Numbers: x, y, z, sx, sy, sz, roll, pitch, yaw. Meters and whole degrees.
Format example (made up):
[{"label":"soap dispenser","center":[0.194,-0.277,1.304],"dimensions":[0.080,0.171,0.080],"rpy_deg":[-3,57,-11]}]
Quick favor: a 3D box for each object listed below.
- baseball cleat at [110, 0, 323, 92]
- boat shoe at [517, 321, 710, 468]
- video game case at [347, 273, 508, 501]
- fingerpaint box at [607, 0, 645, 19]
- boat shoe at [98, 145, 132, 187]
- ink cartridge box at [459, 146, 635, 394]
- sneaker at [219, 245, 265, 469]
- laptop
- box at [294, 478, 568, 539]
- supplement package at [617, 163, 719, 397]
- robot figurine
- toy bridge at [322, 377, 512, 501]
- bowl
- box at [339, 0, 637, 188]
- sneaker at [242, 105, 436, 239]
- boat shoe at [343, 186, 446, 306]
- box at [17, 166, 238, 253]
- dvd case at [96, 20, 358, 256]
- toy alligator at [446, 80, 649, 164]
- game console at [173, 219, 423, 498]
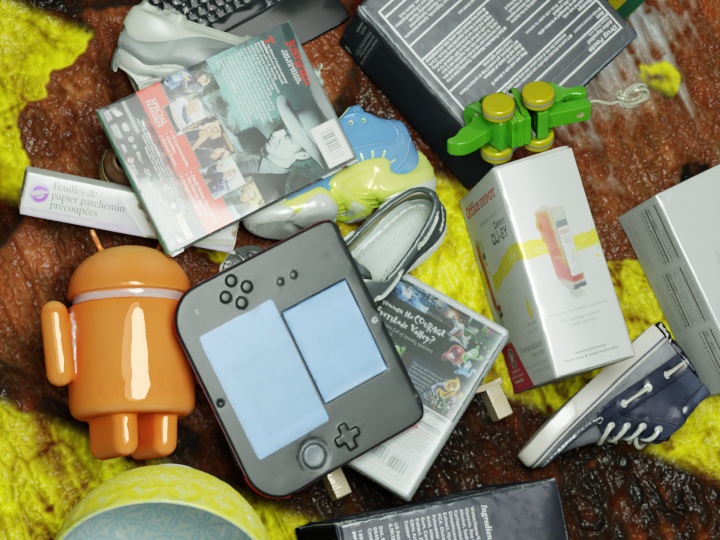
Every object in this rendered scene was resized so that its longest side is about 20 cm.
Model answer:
[{"label":"baseball cleat","center":[-0.137,-0.180,1.490],"dimensions":[0.198,0.070,0.108],"rpy_deg":[19,101,-17]},{"label":"boat shoe","center":[0.247,0.143,1.514],"dimensions":[0.199,0.075,0.093],"rpy_deg":[-40,83,-16]},{"label":"video game case","center":[0.009,0.086,1.469],"dimensions":[0.199,0.023,0.183],"rpy_deg":[29,75,17]},{"label":"fingerpaint box","center":[0.220,-0.322,1.527],"dimensions":[0.073,0.200,0.167],"rpy_deg":[-42,91,-14]},{"label":"boat shoe","center":[-0.145,-0.106,1.482],"dimensions":[0.197,0.068,0.073],"rpy_deg":[-11,82,-13]},{"label":"ink cartridge box","center":[0.170,0.003,1.489],"dimensions":[0.082,0.145,0.203],"rpy_deg":[-14,83,-12]},{"label":"sneaker","center":[-0.096,0.082,1.440],"dimensions":[0.073,0.079,0.203],"rpy_deg":[-1,83,-15]},{"label":"laptop","center":[-0.123,-0.300,1.502],"dimensions":[0.176,0.103,0.201],"rpy_deg":[-30,87,-14]},{"label":"box","center":[0.063,0.260,1.393],"dimensions":[0.197,0.197,0.119],"rpy_deg":[-10,83,-13]},{"label":"supplement package","center":[0.374,-0.002,1.549],"dimensions":[0.154,0.111,0.202],"rpy_deg":[-24,86,-14]},{"label":"robot figurine","center":[-0.204,0.066,1.416],"dimensions":[0.142,0.117,0.203],"rpy_deg":[-4,79,3]},{"label":"toy bridge","center":[0.049,0.145,1.499],"dimensions":[0.198,0.027,0.068],"rpy_deg":[-25,85,-15]},{"label":"bowl","center":[-0.169,0.235,1.385],"dimensions":[0.197,0.202,0.108],"rpy_deg":[12,36,-9]},{"label":"box","center":[0.119,-0.223,1.528],"dimensions":[0.200,0.123,0.199],"rpy_deg":[-42,90,-13]},{"label":"sneaker","center":[-0.029,-0.095,1.506],"dimensions":[0.198,0.076,0.106],"rpy_deg":[-11,74,-25]},{"label":"boat shoe","center":[0.000,0.000,1.458],"dimensions":[0.075,0.060,0.200],"rpy_deg":[36,78,18]},{"label":"box","center":[-0.209,-0.055,1.437],"dimensions":[0.197,0.041,0.039],"rpy_deg":[10,98,-18]},{"label":"dvd case","center":[-0.118,-0.120,1.430],"dimensions":[0.198,0.022,0.147],"rpy_deg":[-28,90,-16]},{"label":"toy alligator","center":[0.163,-0.148,1.440],"dimensions":[0.198,0.060,0.054],"rpy_deg":[-18,46,-13]},{"label":"game console","center":[-0.056,0.080,1.394],"dimensions":[0.175,0.031,0.202],"rpy_deg":[-27,94,-14]}]
